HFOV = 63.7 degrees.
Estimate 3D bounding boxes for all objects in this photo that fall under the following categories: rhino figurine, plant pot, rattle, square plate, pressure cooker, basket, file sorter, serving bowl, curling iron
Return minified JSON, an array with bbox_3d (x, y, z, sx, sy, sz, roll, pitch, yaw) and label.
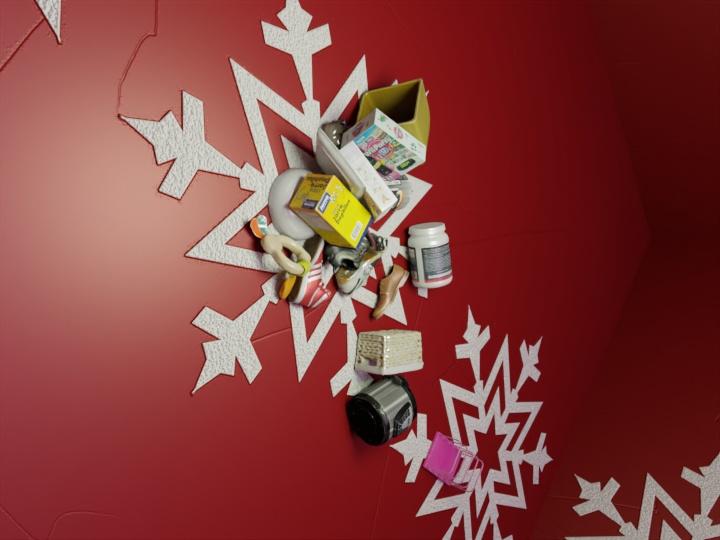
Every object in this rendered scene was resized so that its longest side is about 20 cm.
[{"bbox_3d":[-0.065,-0.337,1.687,0.087,0.059,0.203,-15,107,-40],"label":"rhino figurine"},{"bbox_3d":[0.115,-0.419,1.754,0.201,0.193,0.196,58,35,-46],"label":"plant pot"},{"bbox_3d":[-0.241,-0.037,1.557,0.199,0.143,0.131,31,45,-22],"label":"rattle"},{"bbox_3d":[-0.062,-0.267,1.565,0.028,0.198,0.201,-37,86,-11],"label":"square plate"},{"bbox_3d":[0.081,0.431,1.827,0.199,0.175,0.180,-21,82,-43],"label":"pressure cooker"},{"bbox_3d":[0.093,0.257,1.855,0.199,0.135,0.125,3,88,-45],"label":"basket"},{"bbox_3d":[0.353,0.720,2.167,0.200,0.125,0.140,46,63,-38],"label":"file sorter"},{"bbox_3d":[-0.157,-0.182,1.603,0.199,0.065,0.203,-7,99,-45],"label":"serving bowl"},{"bbox_3d":[0.018,-0.136,1.711,0.049,0.026,0.201,-35,107,9],"label":"curling iron"}]

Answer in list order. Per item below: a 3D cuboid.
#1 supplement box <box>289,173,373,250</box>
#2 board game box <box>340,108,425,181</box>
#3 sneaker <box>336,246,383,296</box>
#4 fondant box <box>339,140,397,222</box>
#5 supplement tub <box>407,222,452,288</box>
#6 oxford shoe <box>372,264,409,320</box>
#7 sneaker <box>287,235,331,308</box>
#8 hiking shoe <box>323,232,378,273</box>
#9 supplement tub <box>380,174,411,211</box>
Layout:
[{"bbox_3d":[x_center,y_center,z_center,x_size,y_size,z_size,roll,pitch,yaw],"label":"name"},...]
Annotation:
[{"bbox_3d":[-0.075,-0.157,1.563,0.200,0.108,0.110,42,68,-44],"label":"supplement box"},{"bbox_3d":[0.065,-0.349,1.642,0.199,0.147,0.065,28,53,-32],"label":"board game box"},{"bbox_3d":[0.000,0.000,1.789,0.200,0.075,0.088,-42,137,-31],"label":"sneaker"},{"bbox_3d":[0.008,-0.239,1.588,0.058,0.144,0.201,-38,89,-11],"label":"fondant box"},{"bbox_3d":[0.234,-0.052,1.963,0.140,0.139,0.203,-20,108,-43],"label":"supplement tub"},{"bbox_3d":[0.081,0.069,1.885,0.071,0.071,0.201,35,67,-12],"label":"oxford shoe"},{"bbox_3d":[-0.125,0.010,1.649,0.112,0.071,0.202,26,83,-40],"label":"sneaker"},{"bbox_3d":[-0.021,-0.051,1.736,0.198,0.075,0.102,-17,88,-34],"label":"hiking shoe"},{"bbox_3d":[0.054,-0.238,1.773,0.199,0.122,0.124,-13,103,-44],"label":"supplement tub"}]
